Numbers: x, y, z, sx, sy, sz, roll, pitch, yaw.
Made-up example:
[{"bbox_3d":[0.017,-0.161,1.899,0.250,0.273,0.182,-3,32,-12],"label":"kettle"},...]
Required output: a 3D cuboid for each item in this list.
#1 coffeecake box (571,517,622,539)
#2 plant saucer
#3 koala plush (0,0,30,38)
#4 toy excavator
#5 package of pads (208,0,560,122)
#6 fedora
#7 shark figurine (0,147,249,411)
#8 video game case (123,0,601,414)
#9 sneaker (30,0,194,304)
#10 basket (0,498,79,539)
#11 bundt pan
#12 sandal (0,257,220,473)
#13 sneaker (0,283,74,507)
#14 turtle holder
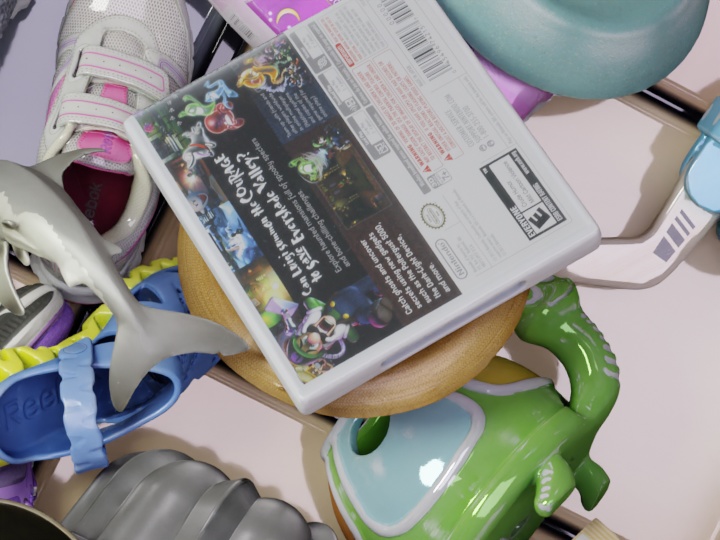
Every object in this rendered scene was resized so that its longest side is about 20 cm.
[{"bbox_3d":[0.137,0.260,1.511,0.153,0.073,0.200,-42,127,-6],"label":"coffeecake box"},{"bbox_3d":[0.120,-0.195,1.534,0.199,0.036,0.201,9,68,-23],"label":"plant saucer"},{"bbox_3d":[-0.267,-0.132,1.465,0.200,0.177,0.184,-36,70,-3],"label":"koala plush"},{"bbox_3d":[0.206,-0.038,1.564,0.194,0.100,0.201,33,94,-4],"label":"toy excavator"},{"bbox_3d":[0.013,-0.136,1.543,0.200,0.076,0.121,45,83,-5],"label":"package of pads"},{"bbox_3d":[0.000,0.000,1.479,0.199,0.082,0.202,-3,63,7],"label":"fedora"},{"bbox_3d":[-0.154,-0.027,1.427,0.089,0.214,0.129,-34,133,-31],"label":"shark figurine"},{"bbox_3d":[-0.001,-0.046,1.441,0.181,0.023,0.200,-29,63,-9],"label":"video game case"},{"bbox_3d":[-0.136,-0.080,1.517,0.081,0.088,0.201,7,89,-6],"label":"sneaker"},{"bbox_3d":[-0.141,0.227,1.426,0.136,0.180,0.200,-51,140,-5],"label":"basket"},{"bbox_3d":[-0.068,0.162,1.476,0.201,0.202,0.076,30,75,-6],"label":"bundt pan"},{"bbox_3d":[-0.125,0.057,1.488,0.200,0.087,0.080,-35,123,-37],"label":"sandal"},{"bbox_3d":[-0.209,0.102,1.526,0.083,0.081,0.201,26,89,-27],"label":"sneaker"},{"bbox_3d":[0.060,0.099,1.510,0.132,0.141,0.186,38,121,16],"label":"turtle holder"}]
